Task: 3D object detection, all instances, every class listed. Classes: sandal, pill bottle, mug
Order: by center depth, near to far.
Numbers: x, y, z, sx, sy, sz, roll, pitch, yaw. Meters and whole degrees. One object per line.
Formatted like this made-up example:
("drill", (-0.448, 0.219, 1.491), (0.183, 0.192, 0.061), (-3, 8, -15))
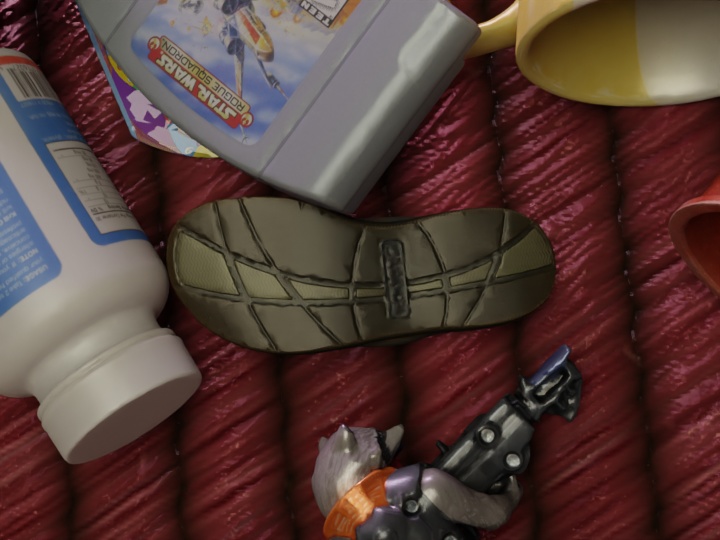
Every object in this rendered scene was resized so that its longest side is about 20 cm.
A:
("mug", (0.128, -0.179, 0.919), (0.185, 0.150, 0.154), (-2, 73, -5))
("pill bottle", (-0.169, -0.005, 0.961), (0.112, 0.112, 0.201), (-34, 77, 4))
("sandal", (0.000, 0.000, 0.964), (0.198, 0.055, 0.082), (-5, 87, -5))

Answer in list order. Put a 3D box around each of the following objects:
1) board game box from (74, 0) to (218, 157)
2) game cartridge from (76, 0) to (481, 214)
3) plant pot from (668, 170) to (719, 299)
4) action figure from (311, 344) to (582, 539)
("board game box", (-0.081, -0.162, 1.004), (0.157, 0.039, 0.201), (-25, 78, 6))
("game cartridge", (-0.051, -0.125, 0.944), (0.200, 0.042, 0.133), (40, 93, 22))
("plant pot", (0.277, -0.055, 0.857), (0.200, 0.201, 0.196), (30, 79, 13))
("action figure", (0.062, 0.133, 0.907), (0.193, 0.105, 0.200), (37, 92, 4))
